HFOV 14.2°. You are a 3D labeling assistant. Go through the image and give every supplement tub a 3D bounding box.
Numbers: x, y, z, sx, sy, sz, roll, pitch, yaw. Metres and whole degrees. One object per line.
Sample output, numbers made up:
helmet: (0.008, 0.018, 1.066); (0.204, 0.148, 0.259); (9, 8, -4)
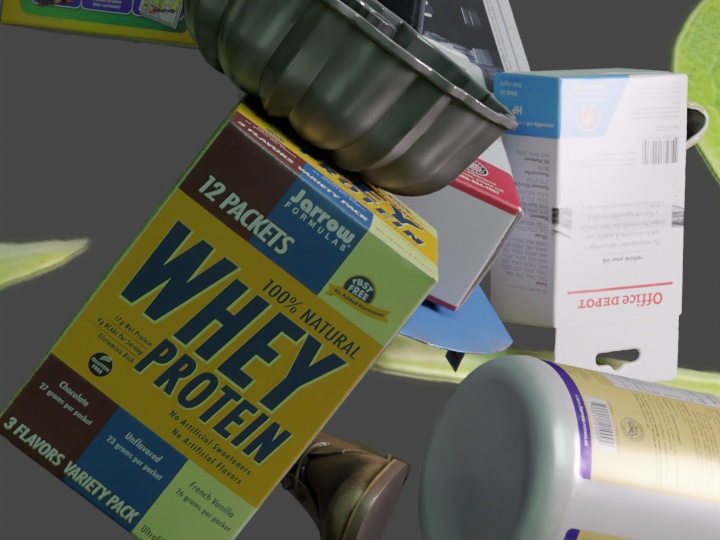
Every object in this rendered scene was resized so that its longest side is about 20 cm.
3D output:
supplement tub: (0.152, 0.135, 1.691); (0.200, 0.145, 0.146); (13, 49, -28)

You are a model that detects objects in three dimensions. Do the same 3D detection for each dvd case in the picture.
dvd case: (0.020, -0.174, 1.954); (0.200, 0.025, 0.150); (9, 51, -32)

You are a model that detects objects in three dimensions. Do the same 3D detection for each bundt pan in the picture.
bundt pan: (-0.016, -0.112, 1.559); (0.202, 0.076, 0.202); (38, 7, -6)

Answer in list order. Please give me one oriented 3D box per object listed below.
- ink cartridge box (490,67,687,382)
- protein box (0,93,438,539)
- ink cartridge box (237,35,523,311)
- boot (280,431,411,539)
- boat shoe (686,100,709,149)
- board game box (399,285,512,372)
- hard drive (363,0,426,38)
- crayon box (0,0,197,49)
ink cartridge box: (0.145, -0.027, 1.849); (0.116, 0.068, 0.200); (-4, 99, -38)
protein box: (-0.070, 0.028, 1.533); (0.135, 0.200, 0.199); (38, 8, -4)
ink cartridge box: (0.008, -0.080, 1.778); (0.146, 0.083, 0.200); (24, 24, -17)
boot: (-0.017, 0.123, 1.595); (0.075, 0.074, 0.200); (28, 0, 0)
boat shoe: (0.151, -0.094, 1.934); (0.200, 0.068, 0.075); (-15, 96, -42)
board game box: (0.000, 0.000, 1.770); (0.158, 0.039, 0.200); (18, 26, -32)
hard drive: (0.008, -0.193, 1.740); (0.042, 0.135, 0.200); (2, 28, -9)
crayon box: (-0.113, -0.194, 1.723); (0.200, 0.119, 0.058); (9, 3, 26)
